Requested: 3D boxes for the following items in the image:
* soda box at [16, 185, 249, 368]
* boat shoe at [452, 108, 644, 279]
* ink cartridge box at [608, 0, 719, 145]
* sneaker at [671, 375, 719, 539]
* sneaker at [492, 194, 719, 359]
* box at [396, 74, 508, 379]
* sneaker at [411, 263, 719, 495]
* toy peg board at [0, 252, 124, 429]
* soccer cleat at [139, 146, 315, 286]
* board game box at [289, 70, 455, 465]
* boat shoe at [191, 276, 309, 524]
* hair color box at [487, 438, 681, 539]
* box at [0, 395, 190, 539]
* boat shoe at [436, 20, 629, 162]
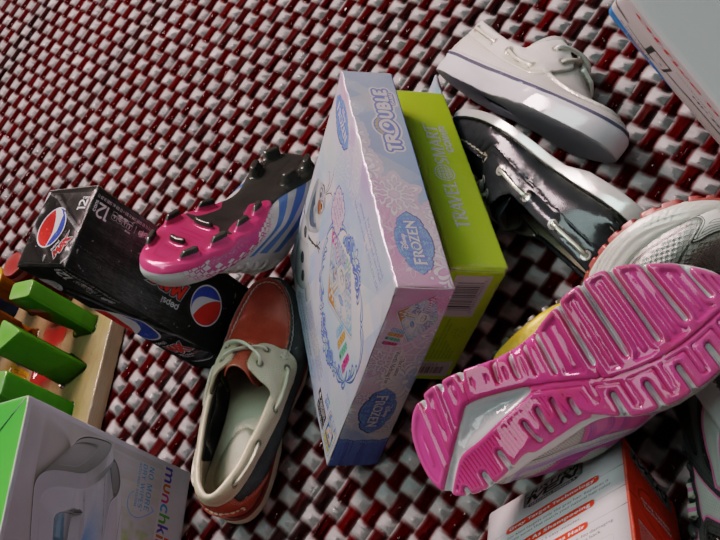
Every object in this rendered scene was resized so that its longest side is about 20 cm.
[{"bbox_3d":[-0.166,0.011,0.965,0.063,0.200,0.071,1,64,42],"label":"soda box"},{"bbox_3d":[0.117,-0.053,0.858,0.060,0.076,0.200,-49,42,-4],"label":"boat shoe"},{"bbox_3d":[0.220,-0.127,0.698,0.084,0.146,0.200,-40,0,13],"label":"ink cartridge box"},{"bbox_3d":[0.206,0.129,0.666,0.086,0.080,0.200,-48,37,21],"label":"sneaker"},{"bbox_3d":[0.173,0.036,0.761,0.200,0.078,0.082,-48,46,19],"label":"sneaker"},{"bbox_3d":[0.042,-0.036,0.890,0.122,0.048,0.200,113,152,-44],"label":"box"},{"bbox_3d":[0.128,0.060,0.690,0.200,0.088,0.081,-29,70,24],"label":"sneaker"},{"bbox_3d":[-0.327,0.070,1.139,0.199,0.098,0.200,-13,56,34],"label":"toy peg board"},{"bbox_3d":[-0.092,-0.022,0.958,0.070,0.086,0.200,16,37,28],"label":"soccer cleat"},{"bbox_3d":[0.000,0.000,0.863,0.199,0.043,0.200,108,156,-47],"label":"board game box"},{"bbox_3d":[-0.086,0.091,0.936,0.071,0.063,0.200,2,64,20],"label":"boat shoe"},{"bbox_3d":[0.118,0.174,0.644,0.101,0.061,0.200,-36,10,18],"label":"hair color box"},{"bbox_3d":[-0.229,0.222,0.900,0.097,0.176,0.200,-17,53,32],"label":"box"},{"bbox_3d":[0.136,-0.142,0.907,0.070,0.071,0.200,-54,36,2],"label":"boat shoe"}]
